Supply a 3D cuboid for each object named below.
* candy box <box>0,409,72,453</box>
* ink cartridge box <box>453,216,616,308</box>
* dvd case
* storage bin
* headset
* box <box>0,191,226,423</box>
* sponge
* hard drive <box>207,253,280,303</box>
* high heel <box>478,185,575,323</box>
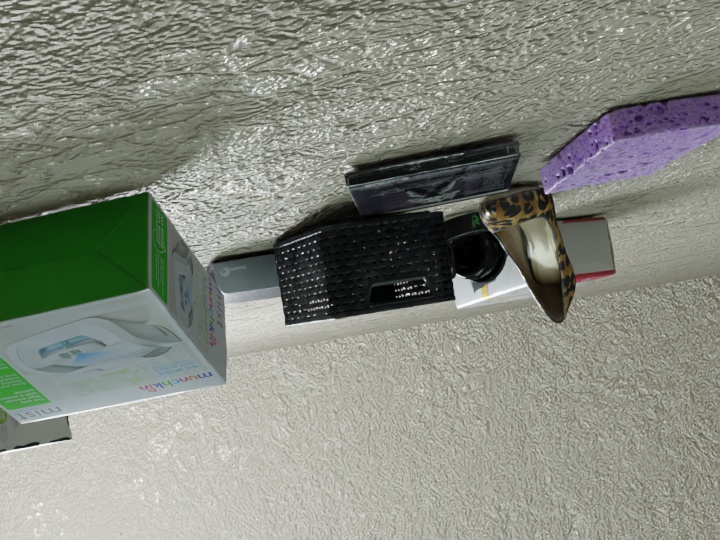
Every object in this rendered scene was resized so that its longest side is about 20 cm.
[{"bbox_3d":[-0.457,0.137,1.412,0.199,0.170,0.071,-5,174,-37],"label":"candy box"},{"bbox_3d":[0.234,-0.010,1.656,0.146,0.086,0.200,-7,171,-28],"label":"ink cartridge box"},{"bbox_3d":[0.066,-0.079,1.077,0.147,0.016,0.200,-11,174,3],"label":"dvd case"},{"bbox_3d":[0.000,0.000,1.249,0.134,0.095,0.200,-8,179,-21],"label":"storage bin"},{"bbox_3d":[0.111,-0.030,1.449,0.122,0.095,0.200,-2,155,-29],"label":"headset"},{"bbox_3d":[-0.233,0.036,0.991,0.198,0.097,0.177,-11,148,9],"label":"box"},{"bbox_3d":[0.239,-0.109,1.046,0.110,0.030,0.200,-10,174,-9],"label":"sponge"},{"bbox_3d":[-0.084,0.003,1.425,0.198,0.043,0.135,-9,173,-14],"label":"hard drive"},{"bbox_3d":[0.184,-0.014,1.273,0.071,0.144,0.200,-13,173,25],"label":"high heel"}]
